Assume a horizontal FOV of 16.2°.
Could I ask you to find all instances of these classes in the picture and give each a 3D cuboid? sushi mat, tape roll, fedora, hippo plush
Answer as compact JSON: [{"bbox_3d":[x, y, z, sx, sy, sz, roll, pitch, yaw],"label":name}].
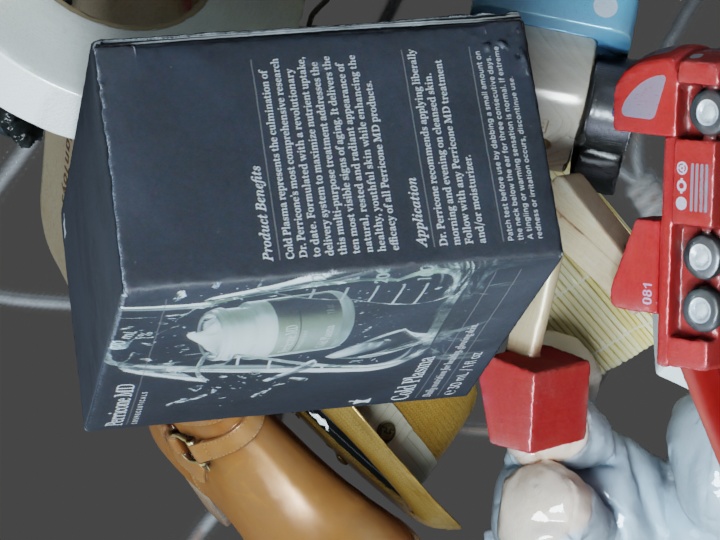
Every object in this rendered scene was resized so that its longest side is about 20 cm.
[{"bbox_3d":[0.090,-0.022,1.390,0.095,0.012,0.200,-33,112,26],"label":"sushi mat"},{"bbox_3d":[-0.125,-0.152,1.235,0.202,0.203,0.037,26,142,-7],"label":"tape roll"},{"bbox_3d":[0.003,0.054,1.388,0.082,0.200,0.201,-46,109,-8],"label":"fedora"},{"bbox_3d":[0.153,0.139,1.385,0.160,0.160,0.201,7,129,1],"label":"hippo plush"}]

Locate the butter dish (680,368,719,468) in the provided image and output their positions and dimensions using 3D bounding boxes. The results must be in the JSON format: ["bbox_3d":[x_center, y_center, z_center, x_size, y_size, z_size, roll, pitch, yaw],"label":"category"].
[{"bbox_3d":[0.260,0.070,1.221,0.199,0.148,0.200,-17,122,14],"label":"butter dish"}]

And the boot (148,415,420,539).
[{"bbox_3d":[-0.058,0.101,1.393,0.199,0.074,0.155,24,150,42],"label":"boot"}]

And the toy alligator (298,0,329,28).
[{"bbox_3d":[0.007,-0.184,1.281,0.059,0.054,0.201,39,130,24],"label":"toy alligator"}]

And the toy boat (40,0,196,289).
[{"bbox_3d":[-0.093,-0.070,1.344,0.130,0.131,0.201,-6,127,-23],"label":"toy boat"}]

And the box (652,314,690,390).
[{"bbox_3d":[0.253,-0.019,1.309,0.124,0.098,0.200,25,122,-13],"label":"box"}]

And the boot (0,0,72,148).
[{"bbox_3d":[-0.232,-0.106,1.328,0.162,0.073,0.199,21,120,23],"label":"boot"}]

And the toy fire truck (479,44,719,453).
[{"bbox_3d":[0.126,-0.009,1.206,0.140,0.049,0.201,8,101,41],"label":"toy fire truck"}]

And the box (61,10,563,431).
[{"bbox_3d":[-0.030,-0.018,1.168,0.195,0.125,0.200,-4,160,-12],"label":"box"}]

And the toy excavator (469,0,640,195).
[{"bbox_3d":[0.100,-0.161,1.258,0.099,0.201,0.195,10,164,2],"label":"toy excavator"}]
